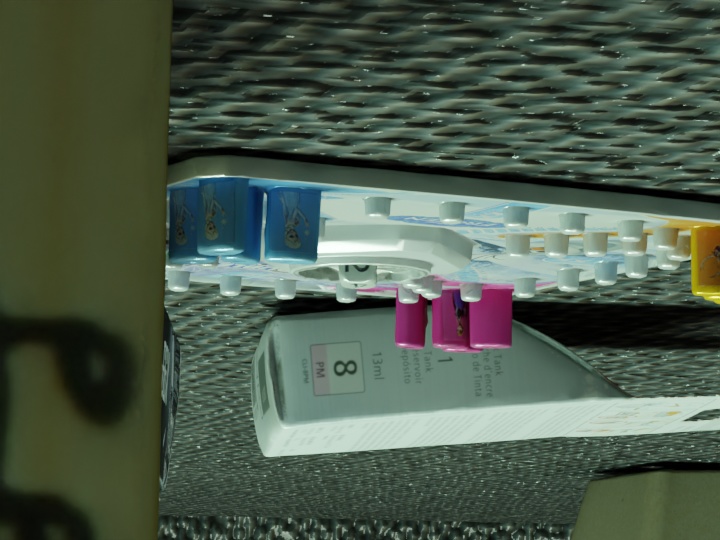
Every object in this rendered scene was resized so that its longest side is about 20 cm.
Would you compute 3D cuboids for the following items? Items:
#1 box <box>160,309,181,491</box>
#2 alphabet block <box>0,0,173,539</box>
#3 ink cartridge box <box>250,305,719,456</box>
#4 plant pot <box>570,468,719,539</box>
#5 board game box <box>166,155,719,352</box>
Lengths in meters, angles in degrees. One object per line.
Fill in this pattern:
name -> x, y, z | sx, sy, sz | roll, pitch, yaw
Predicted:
box -> -0.153, 0.018, 0.799 | 0.199, 0.050, 0.158 | 8, 169, 1
alphabet block -> -0.140, 0.047, 0.570 | 0.195, 0.201, 0.196 | 1, 173, -11
ink cartridge box -> 0.059, 0.041, 1.130 | 0.199, 0.057, 0.163 | -7, 173, -5
plant pot -> 0.244, 0.228, 1.991 | 0.199, 0.178, 0.200 | 2, 173, -16
board game box -> 0.000, 0.000, 0.866 | 0.199, 0.026, 0.200 | 4, 171, -29
